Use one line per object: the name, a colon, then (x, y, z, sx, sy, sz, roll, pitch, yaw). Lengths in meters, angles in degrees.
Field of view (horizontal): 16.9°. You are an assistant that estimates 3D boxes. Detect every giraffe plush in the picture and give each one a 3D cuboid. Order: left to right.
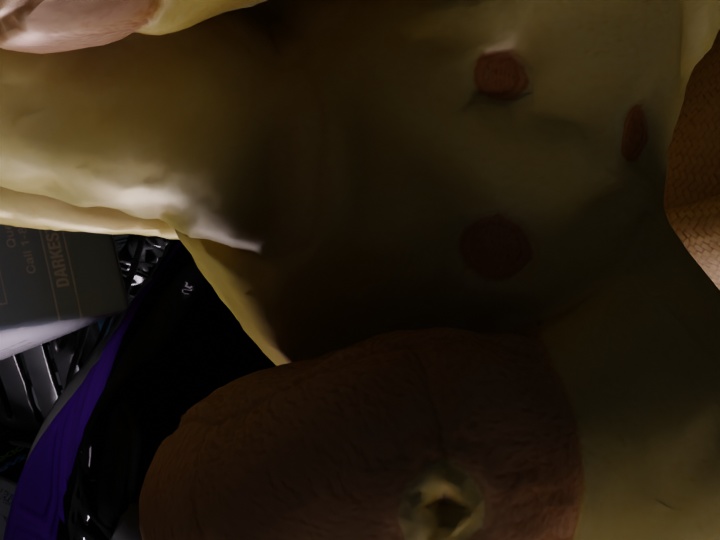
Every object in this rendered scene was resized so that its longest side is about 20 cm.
giraffe plush: (0.008, 0.002, 0.400, 0.200, 0.162, 0.173, -11, 174, -16)

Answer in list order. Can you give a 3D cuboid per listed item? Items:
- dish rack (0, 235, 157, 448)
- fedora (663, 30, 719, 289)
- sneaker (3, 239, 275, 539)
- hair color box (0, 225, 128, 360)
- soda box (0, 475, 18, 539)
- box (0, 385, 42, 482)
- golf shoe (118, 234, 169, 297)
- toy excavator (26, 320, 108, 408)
dish rack: (-0.040, 0.040, 0.723, 0.200, 0.055, 0.153, 9, 146, 10)
fedora: (0.100, -0.028, 0.486, 0.200, 0.201, 0.082, -17, 142, 32)
sneaker: (-0.049, 0.052, 0.606, 0.070, 0.200, 0.100, 26, -153, -4)
hair color box: (-0.167, 0.006, 0.566, 0.200, 0.061, 0.099, -10, 174, -39)
soda box: (-0.071, 0.127, 0.772, 0.068, 0.063, 0.200, 18, 165, 40)
box: (-0.201, 0.104, 0.868, 0.200, 0.050, 0.198, -30, -155, -13)
golf shoe: (0.000, 0.000, 0.903, 0.200, 0.095, 0.078, 22, 154, -33)
toy excavator: (-0.024, 0.030, 1.037, 0.194, 0.200, 0.100, 30, 180, 6)
